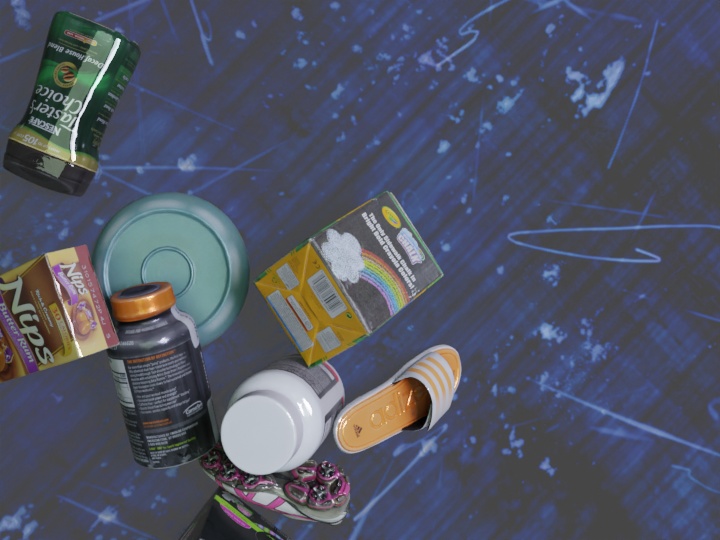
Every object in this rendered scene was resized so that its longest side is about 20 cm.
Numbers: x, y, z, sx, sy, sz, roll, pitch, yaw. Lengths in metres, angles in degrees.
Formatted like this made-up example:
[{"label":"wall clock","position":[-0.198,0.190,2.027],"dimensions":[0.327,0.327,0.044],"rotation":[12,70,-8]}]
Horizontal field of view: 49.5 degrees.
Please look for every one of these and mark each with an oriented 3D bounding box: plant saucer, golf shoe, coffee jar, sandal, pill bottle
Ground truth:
[{"label":"plant saucer","position":[-0.237,0.003,0.968],"dimensions":[0.198,0.027,0.203],"rotation":[0,91,-5]},{"label":"golf shoe","position":[-0.108,0.264,0.955],"dimensions":[0.198,0.093,0.073],"rotation":[17,46,15]},{"label":"coffee jar","position":[-0.343,-0.194,0.928],"dimensions":[0.103,0.085,0.202],"rotation":[20,90,-4]},{"label":"sandal","position":[0.061,0.162,0.934],"dimensions":[0.206,0.059,0.080],"rotation":[-28,107,-33]},{"label":"pill bottle","position":[-0.233,0.117,0.910],"dimensions":[0.105,0.106,0.202],"rotation":[-10,105,-4]},{"label":"pill bottle","position":[-0.087,0.162,0.885],"dimensions":[0.109,0.200,0.112],"rotation":[0,92,9]}]

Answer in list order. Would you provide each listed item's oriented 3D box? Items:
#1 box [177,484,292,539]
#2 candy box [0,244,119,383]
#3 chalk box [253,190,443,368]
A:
[{"label":"box","position":[-0.151,0.362,0.891],"dimensions":[0.148,0.200,0.125],"rotation":[38,88,-3]},{"label":"candy box","position":[-0.366,0.053,0.887],"dimensions":[0.199,0.056,0.118],"rotation":[-18,92,37]},{"label":"chalk box","position":[0.000,0.000,0.917],"dimensions":[0.200,0.124,0.126],"rotation":[-34,91,-46]}]
